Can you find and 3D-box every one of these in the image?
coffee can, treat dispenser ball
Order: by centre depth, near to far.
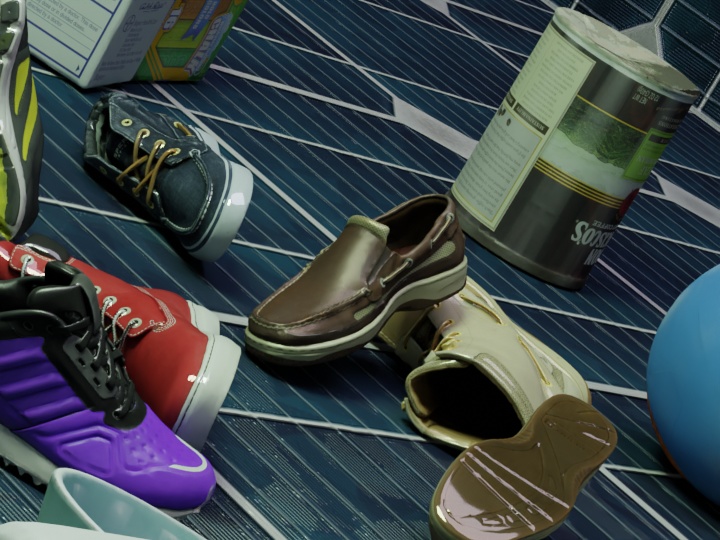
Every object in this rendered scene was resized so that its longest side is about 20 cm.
[{"bbox_3d":[0.310,0.084,2.144,0.200,0.201,0.201,29,14,-8],"label":"treat dispenser ball"},{"bbox_3d":[0.181,-0.106,2.531,0.146,0.200,0.146,28,14,-8],"label":"coffee can"}]

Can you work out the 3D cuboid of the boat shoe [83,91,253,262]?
[{"bbox_3d":[-0.139,-0.066,2.018,0.091,0.071,0.200,24,8,-20],"label":"boat shoe"}]

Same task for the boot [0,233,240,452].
[{"bbox_3d":[-0.147,0.037,1.638,0.144,0.073,0.200,27,6,-15],"label":"boot"}]

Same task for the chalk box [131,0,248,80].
[{"bbox_3d":[-0.169,-0.238,2.420,0.124,0.125,0.200,35,16,16],"label":"chalk box"}]

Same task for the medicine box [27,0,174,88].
[{"bbox_3d":[-0.223,-0.273,2.267,0.182,0.200,0.103,34,14,11],"label":"medicine box"}]

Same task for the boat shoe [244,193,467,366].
[{"bbox_3d":[-0.005,-0.002,1.922,0.075,0.075,0.202,18,28,32],"label":"boat shoe"}]

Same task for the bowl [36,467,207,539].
[{"bbox_3d":[-0.070,0.179,1.180,0.201,0.105,0.201,34,2,-1],"label":"bowl"}]

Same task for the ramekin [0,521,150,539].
[{"bbox_3d":[-0.099,0.181,0.987,0.097,0.201,0.201,16,19,-22],"label":"ramekin"}]

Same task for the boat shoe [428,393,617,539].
[{"bbox_3d":[0.095,0.141,1.789,0.071,0.065,0.200,41,31,14],"label":"boat shoe"}]

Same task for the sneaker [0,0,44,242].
[{"bbox_3d":[-0.233,-0.109,1.783,0.074,0.201,0.085,-1,-3,7],"label":"sneaker"}]

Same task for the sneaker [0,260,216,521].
[{"bbox_3d":[-0.152,0.052,1.498,0.200,0.100,0.070,28,16,-9],"label":"sneaker"}]

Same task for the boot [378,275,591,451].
[{"bbox_3d":[0.052,0.056,1.980,0.200,0.073,0.155,37,16,13],"label":"boot"}]
